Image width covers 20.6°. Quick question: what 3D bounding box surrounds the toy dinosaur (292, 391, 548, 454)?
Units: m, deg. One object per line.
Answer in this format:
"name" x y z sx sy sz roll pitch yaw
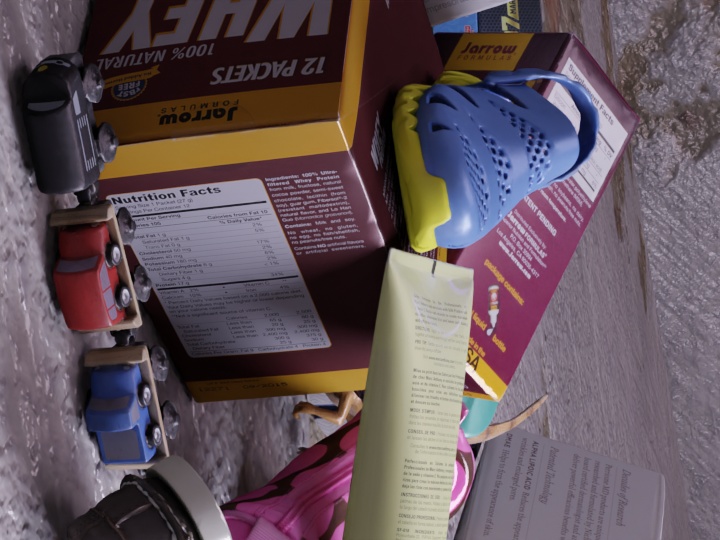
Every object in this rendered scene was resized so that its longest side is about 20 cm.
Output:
"toy dinosaur" 0.023 0.089 1.190 0.200 0.106 0.060 29 9 -29

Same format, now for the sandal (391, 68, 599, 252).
"sandal" 0.068 -0.063 0.981 0.200 0.087 0.080 -55 140 -67

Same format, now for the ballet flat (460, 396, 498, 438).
"ballet flat" 0.068 0.008 1.201 0.070 0.067 0.200 -54 -159 42

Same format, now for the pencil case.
"pencil case" -0.015 0.124 1.016 0.091 0.094 0.200 49 33 5

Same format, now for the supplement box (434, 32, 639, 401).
"supplement box" 0.061 -0.035 1.133 0.086 0.110 0.200 46 62 -38

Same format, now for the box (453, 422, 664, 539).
"box" 0.113 0.248 1.345 0.200 0.131 0.199 -68 175 -61

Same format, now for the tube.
"tube" 0.021 0.093 0.945 0.058 0.052 0.200 168 -70 -83

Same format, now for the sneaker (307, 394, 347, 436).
"sneaker" 0.000 0.001 1.257 0.115 0.080 0.200 -66 154 -63

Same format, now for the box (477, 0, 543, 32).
"box" 0.093 -0.128 1.435 0.158 0.051 0.200 121 -32 -73

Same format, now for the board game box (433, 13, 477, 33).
"board game box" 0.050 -0.090 1.418 0.200 0.037 0.152 115 -25 -71

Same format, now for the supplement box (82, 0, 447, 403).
"supplement box" -0.040 -0.074 1.003 0.200 0.133 0.197 69 21 -48

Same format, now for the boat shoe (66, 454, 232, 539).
"boat shoe" -0.088 0.172 0.871 0.072 0.061 0.201 36 -39 44

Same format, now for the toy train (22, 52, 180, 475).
"toy train" -0.115 0.003 0.877 0.046 0.034 0.200 -54 136 -65

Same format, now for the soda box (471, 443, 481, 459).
"soda box" 0.051 0.098 1.423 0.200 0.071 0.063 -58 141 -67

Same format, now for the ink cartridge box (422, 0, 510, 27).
"ink cartridge box" -0.011 -0.229 1.076 0.200 0.146 0.084 62 29 -24
